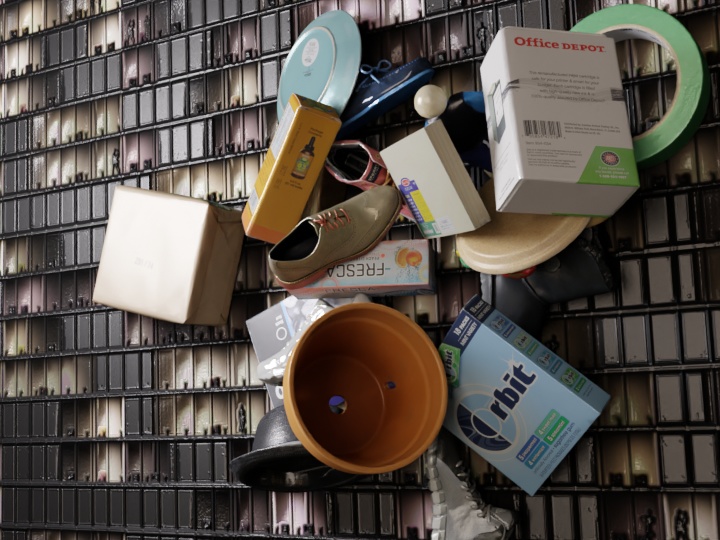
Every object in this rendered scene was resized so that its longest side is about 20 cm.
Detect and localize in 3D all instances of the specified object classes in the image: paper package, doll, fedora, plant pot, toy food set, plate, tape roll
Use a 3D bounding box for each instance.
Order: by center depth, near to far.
[{"bbox_3d":[-0.010,0.153,1.268,0.140,0.198,0.202,140,121,-65],"label":"plant pot"},{"bbox_3d":[0.208,-0.069,1.279,0.200,0.049,0.198,-48,35,-12],"label":"toy food set"},{"bbox_3d":[0.326,-0.225,1.279,0.199,0.048,0.202,-3,84,29],"label":"tape roll"},{"bbox_3d":[0.131,-0.173,1.296,0.136,0.200,0.049,-34,54,23],"label":"doll"},{"bbox_3d":[-0.079,0.235,1.406,0.199,0.200,0.092,-19,57,27],"label":"fedora"},{"bbox_3d":[-0.070,-0.281,1.483,0.200,0.025,0.202,-23,61,48],"label":"plate"},{"bbox_3d":[-0.294,-0.021,1.584,0.199,0.103,0.192,12,91,31],"label":"paper package"}]

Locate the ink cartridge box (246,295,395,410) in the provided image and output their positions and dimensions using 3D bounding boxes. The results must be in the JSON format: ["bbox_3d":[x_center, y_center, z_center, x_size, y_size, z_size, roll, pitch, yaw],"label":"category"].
[{"bbox_3d":[-0.052,0.121,1.464,0.197,0.043,0.201,-29,72,23],"label":"ink cartridge box"}]

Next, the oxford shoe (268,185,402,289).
[{"bbox_3d":[-0.031,-0.050,1.341,0.200,0.075,0.071,-38,65,-5],"label":"oxford shoe"}]

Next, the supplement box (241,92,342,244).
[{"bbox_3d":[-0.097,-0.137,1.422,0.201,0.066,0.069,-63,23,22],"label":"supplement box"}]

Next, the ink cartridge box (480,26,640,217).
[{"bbox_3d":[0.226,-0.171,1.193,0.144,0.084,0.202,2,66,-12],"label":"ink cartridge box"}]

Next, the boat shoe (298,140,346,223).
[{"bbox_3d":[-0.070,-0.090,1.480,0.064,0.071,0.202,12,92,29],"label":"boat shoe"}]

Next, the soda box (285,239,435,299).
[{"bbox_3d":[0.000,0.000,1.397,0.198,0.068,0.064,-2,76,12],"label":"soda box"}]

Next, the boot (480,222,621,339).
[{"bbox_3d":[0.238,0.035,1.285,0.167,0.076,0.202,-13,72,32],"label":"boot"}]

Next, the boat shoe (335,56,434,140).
[{"bbox_3d":[0.007,-0.251,1.444,0.199,0.084,0.069,-27,82,23],"label":"boat shoe"}]

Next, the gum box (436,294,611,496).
[{"bbox_3d":[0.177,0.154,1.263,0.199,0.045,0.171,37,130,12],"label":"gum box"}]

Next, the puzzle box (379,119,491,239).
[{"bbox_3d":[0.088,-0.107,1.276,0.025,0.200,0.134,-29,96,-13],"label":"puzzle box"}]

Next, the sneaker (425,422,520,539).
[{"bbox_3d":[0.148,0.287,1.322,0.115,0.075,0.202,-2,94,25],"label":"sneaker"}]

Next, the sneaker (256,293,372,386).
[{"bbox_3d":[-0.056,0.093,1.412,0.199,0.078,0.100,-23,67,14],"label":"sneaker"}]

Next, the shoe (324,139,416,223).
[{"bbox_3d":[0.040,-0.119,1.407,0.199,0.091,0.072,29,99,29],"label":"shoe"}]
